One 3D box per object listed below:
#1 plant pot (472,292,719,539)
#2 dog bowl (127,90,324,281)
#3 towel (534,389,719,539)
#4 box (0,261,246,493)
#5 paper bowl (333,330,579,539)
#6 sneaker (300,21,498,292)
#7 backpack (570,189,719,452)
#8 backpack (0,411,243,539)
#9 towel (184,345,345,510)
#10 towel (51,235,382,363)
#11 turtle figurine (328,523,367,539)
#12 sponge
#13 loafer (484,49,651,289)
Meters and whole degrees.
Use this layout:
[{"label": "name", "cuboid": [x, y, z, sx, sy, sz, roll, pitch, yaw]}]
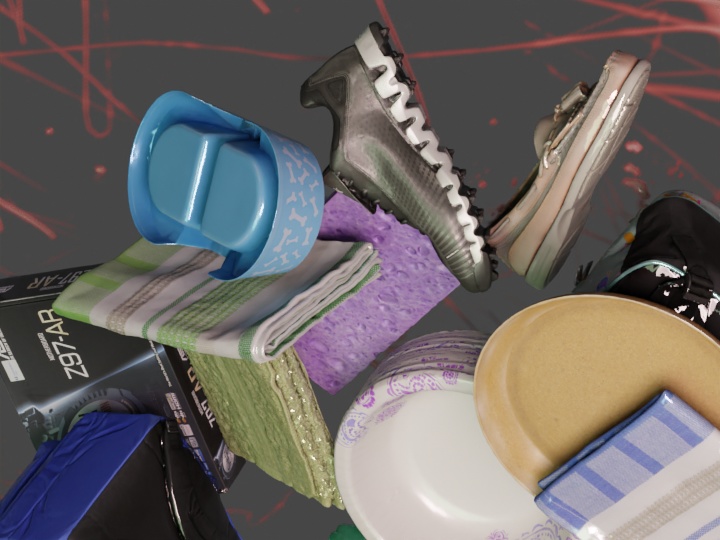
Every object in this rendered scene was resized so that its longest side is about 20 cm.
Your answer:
[{"label": "plant pot", "cuboid": [0.172, 0.091, 1.534, 0.200, 0.027, 0.200, 13, 129, 17]}, {"label": "dog bowl", "cuboid": [-0.094, -0.058, 1.664, 0.200, 0.050, 0.112, 27, 106, 52]}, {"label": "towel", "cuboid": [0.226, 0.177, 1.541, 0.200, 0.024, 0.147, 41, 131, -8]}, {"label": "box", "cuboid": [-0.200, 0.091, 1.873, 0.160, 0.044, 0.200, -8, 118, 27]}, {"label": "paper bowl", "cuboid": [0.089, 0.134, 1.737, 0.200, 0.104, 0.201, 11, 125, 17]}, {"label": "sneaker", "cuboid": [0.023, -0.065, 1.634, 0.090, 0.066, 0.200, -28, 94, 8]}, {"label": "backpack", "cuboid": [0.215, 0.059, 1.603, 0.176, 0.153, 0.200, 32, 125, -6]}, {"label": "backpack", "cuboid": [-0.181, 0.224, 1.829, 0.168, 0.163, 0.200, 1, 133, 47]}, {"label": "towel", "cuboid": [-0.079, 0.084, 1.780, 0.148, 0.036, 0.200, 20, 140, 52]}, {"label": "towel", "cuboid": [-0.103, 0.006, 1.681, 0.200, 0.149, 0.031, 12, 124, 36]}, {"label": "turtle figurine", "cuboid": [0.042, 0.273, 1.845, 0.101, 0.150, 0.200, -31, 145, 13]}, {"label": "sponge", "cuboid": [0.000, 0.000, 1.737, 0.112, 0.030, 0.200, 43, 127, -6]}, {"label": "loafer", "cuboid": [0.135, -0.073, 1.610, 0.063, 0.072, 0.200, 31, 131, 11]}]
